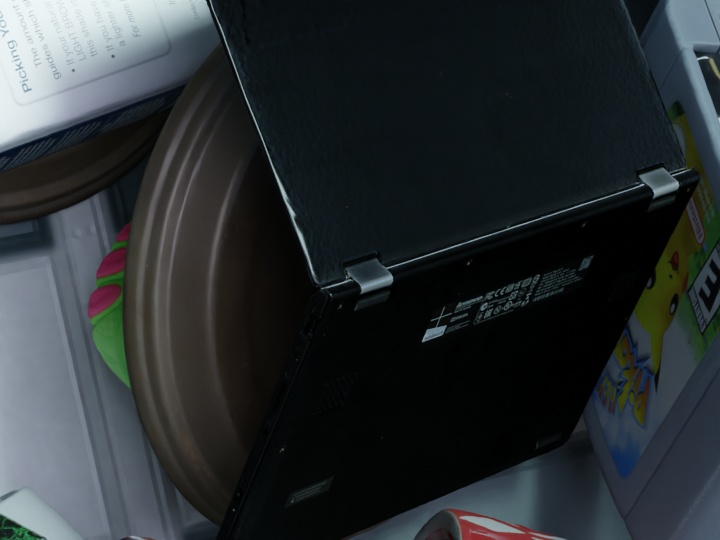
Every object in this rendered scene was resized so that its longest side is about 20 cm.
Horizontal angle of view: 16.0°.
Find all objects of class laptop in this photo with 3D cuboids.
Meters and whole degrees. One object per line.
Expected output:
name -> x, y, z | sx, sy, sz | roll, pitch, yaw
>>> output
laptop -> 0.010, -0.025, 0.859 | 0.187, 0.201, 0.116 | -17, 50, -44

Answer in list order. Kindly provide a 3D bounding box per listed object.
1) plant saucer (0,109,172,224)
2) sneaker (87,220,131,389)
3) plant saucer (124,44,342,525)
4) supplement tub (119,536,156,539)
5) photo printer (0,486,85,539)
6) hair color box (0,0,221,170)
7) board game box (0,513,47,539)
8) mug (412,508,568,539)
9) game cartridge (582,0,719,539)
plant saucer -> -0.144, -0.117, 0.935 | 0.199, 0.029, 0.202 | 3, 81, -19
sneaker -> -0.024, -0.023, 0.948 | 0.200, 0.076, 0.084 | -51, 131, -24
plant saucer -> 0.000, 0.000, 0.893 | 0.199, 0.029, 0.202 | -14, 109, -46
supplement tub -> -0.026, 0.181, 0.815 | 0.200, 0.107, 0.107 | 40, 71, -17
photo printer -> -0.150, 0.180, 0.861 | 0.199, 0.069, 0.167 | -29, 91, -21
hair color box -> -0.145, -0.081, 0.873 | 0.199, 0.060, 0.101 | -22, 89, -21
board game box -> -0.209, 0.088, 0.827 | 0.199, 0.024, 0.105 | 25, 63, 17
mug -> 0.113, 0.154, 0.911 | 0.199, 0.178, 0.134 | 20, 47, -11
game cartridge -> 0.118, 0.009, 0.919 | 0.040, 0.134, 0.201 | 4, 45, -18
